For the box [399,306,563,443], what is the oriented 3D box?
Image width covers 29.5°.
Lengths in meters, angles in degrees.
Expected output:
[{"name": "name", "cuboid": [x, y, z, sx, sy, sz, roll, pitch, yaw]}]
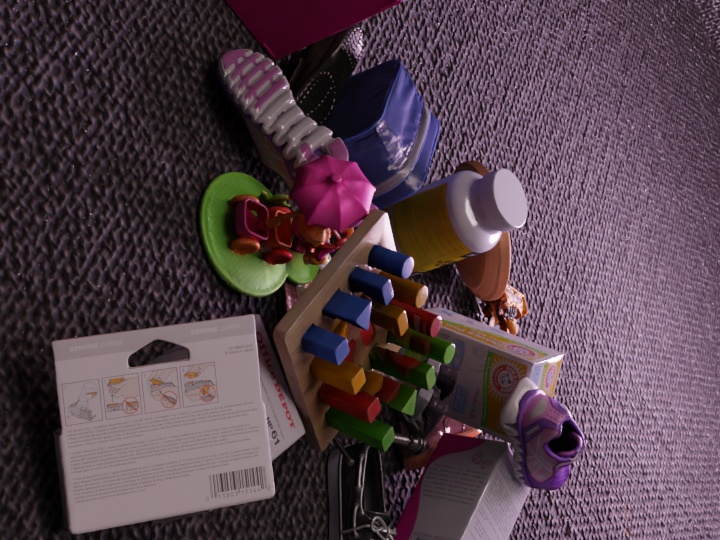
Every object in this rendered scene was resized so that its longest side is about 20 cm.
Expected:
[{"name": "box", "cuboid": [0.148, 0.133, 1.776, 0.101, 0.198, 0.114, -6, 114, -58]}]

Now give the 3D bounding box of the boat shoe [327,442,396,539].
[{"name": "boat shoe", "cuboid": [0.008, 0.305, 1.624, 0.073, 0.067, 0.202, 26, 54, -50]}]

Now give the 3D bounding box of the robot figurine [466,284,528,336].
[{"name": "robot figurine", "cuboid": [0.214, 0.103, 2.055, 0.145, 0.058, 0.203, 31, 52, -50]}]

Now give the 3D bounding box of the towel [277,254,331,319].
[{"name": "towel", "cuboid": [-0.040, 0.024, 1.722, 0.199, 0.021, 0.149, 15, 63, -55]}]

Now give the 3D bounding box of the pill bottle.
[{"name": "pill bottle", "cuboid": [0.122, -0.069, 1.846, 0.111, 0.198, 0.114, 24, 57, -44]}]

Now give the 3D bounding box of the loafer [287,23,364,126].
[{"name": "loafer", "cuboid": [-0.064, -0.248, 1.773, 0.201, 0.070, 0.074, -57, 145, -35]}]

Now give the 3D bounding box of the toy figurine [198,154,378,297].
[{"name": "toy figurine", "cuboid": [-0.052, -0.059, 1.564, 0.199, 0.183, 0.152, 21, 60, -45]}]

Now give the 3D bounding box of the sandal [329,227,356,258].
[{"name": "sandal", "cuboid": [0.000, 0.000, 1.714, 0.045, 0.074, 0.202, -107, 176, -75]}]

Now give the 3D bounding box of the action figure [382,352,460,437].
[{"name": "action figure", "cuboid": [0.019, 0.113, 1.654, 0.198, 0.070, 0.131, 32, 48, -5]}]

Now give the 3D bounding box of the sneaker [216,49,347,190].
[{"name": "sneaker", "cuboid": [-0.108, -0.173, 1.646, 0.201, 0.088, 0.080, 49, 52, 0]}]

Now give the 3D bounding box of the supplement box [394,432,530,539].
[{"name": "supplement box", "cuboid": [0.121, 0.316, 1.711, 0.201, 0.100, 0.104, -59, 136, -31]}]

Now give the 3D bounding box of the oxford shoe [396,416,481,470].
[{"name": "oxford shoe", "cuboid": [0.112, 0.201, 1.840, 0.199, 0.071, 0.074, -25, 93, -58]}]

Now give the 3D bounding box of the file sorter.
[{"name": "file sorter", "cuboid": [-0.060, -0.387, 1.713, 0.139, 0.198, 0.127, 48, 37, -35]}]

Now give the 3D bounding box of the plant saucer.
[{"name": "plant saucer", "cuboid": [0.163, -0.055, 1.963, 0.032, 0.200, 0.203, -10, 82, -14]}]

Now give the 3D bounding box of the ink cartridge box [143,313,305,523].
[{"name": "ink cartridge box", "cuboid": [-0.158, 0.148, 1.417, 0.200, 0.084, 0.146, -34, 105, -59]}]

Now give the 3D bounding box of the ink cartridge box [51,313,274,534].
[{"name": "ink cartridge box", "cuboid": [-0.187, 0.140, 1.283, 0.197, 0.045, 0.179, -7, 92, -21]}]

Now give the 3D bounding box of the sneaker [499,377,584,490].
[{"name": "sneaker", "cuboid": [0.236, 0.218, 1.684, 0.081, 0.088, 0.201, -54, 144, -24]}]

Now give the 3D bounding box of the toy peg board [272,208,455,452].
[{"name": "toy peg board", "cuboid": [0.018, 0.079, 1.498, 0.201, 0.097, 0.201, -51, 146, -31]}]

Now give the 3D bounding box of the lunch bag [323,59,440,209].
[{"name": "lunch bag", "cuboid": [0.021, -0.171, 1.800, 0.133, 0.134, 0.201, 55, 35, -28]}]

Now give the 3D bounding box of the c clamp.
[{"name": "c clamp", "cuboid": [0.010, 0.184, 1.646, 0.198, 0.027, 0.171, 13, 29, -45]}]
